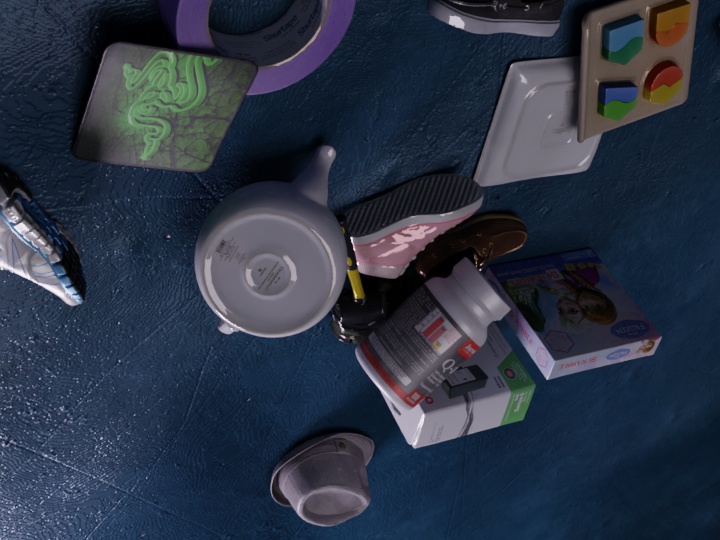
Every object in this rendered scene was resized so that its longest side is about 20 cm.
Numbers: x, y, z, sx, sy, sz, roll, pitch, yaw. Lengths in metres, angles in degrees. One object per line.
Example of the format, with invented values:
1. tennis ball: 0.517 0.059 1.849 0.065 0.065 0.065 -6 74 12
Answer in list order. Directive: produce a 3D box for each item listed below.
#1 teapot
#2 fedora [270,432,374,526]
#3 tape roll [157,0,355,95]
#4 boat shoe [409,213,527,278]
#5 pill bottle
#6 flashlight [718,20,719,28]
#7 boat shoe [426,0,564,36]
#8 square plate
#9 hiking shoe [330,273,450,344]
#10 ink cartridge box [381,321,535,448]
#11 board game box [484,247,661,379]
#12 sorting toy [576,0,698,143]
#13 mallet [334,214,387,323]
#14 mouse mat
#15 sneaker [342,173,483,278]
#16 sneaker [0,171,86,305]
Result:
1. teapot: -0.106 -0.025 1.411 0.197 0.147 0.200 -12 115 8
2. fedora: -0.047 0.348 1.878 0.177 0.091 0.199 -47 140 18
3. tape roll: -0.105 -0.282 1.194 0.197 0.066 0.202 -20 140 -17
4. boat shoe: 0.154 -0.027 1.637 0.197 0.068 0.073 -11 137 -25
5. pill bottle: 0.099 0.083 1.572 0.200 0.116 0.116 -42 141 6
6. flashlight: 0.561 -0.293 1.637 0.068 0.068 0.200 -43 139 9
7. boat shoe: 0.163 -0.313 1.344 0.197 0.070 0.067 -1 125 -34
8. square plate: 0.260 -0.196 1.563 0.197 0.029 0.200 -11 137 -26
9. hiking shoe: 0.053 0.036 1.629 0.197 0.076 0.101 -20 143 -15
10. ink cartridge box: 0.142 0.171 1.775 0.197 0.147 0.085 -11 138 -25
11. board game box: 0.311 0.059 1.731 0.197 0.201 0.042 -10 137 -26
12. sorting toy: 0.366 -0.272 1.516 0.198 0.036 0.187 -24 132 -20
13. mallet: 0.000 0.000 1.504 0.065 0.042 0.202 0 140 3
14. mouse mat: -0.209 -0.166 1.226 0.158 0.008 0.200 4 147 -24
15. sneaker: 0.068 -0.055 1.546 0.197 0.076 0.105 -19 140 -10
16. sneaker: -0.375 -0.024 1.290 0.086 0.076 0.201 -23 137 5
